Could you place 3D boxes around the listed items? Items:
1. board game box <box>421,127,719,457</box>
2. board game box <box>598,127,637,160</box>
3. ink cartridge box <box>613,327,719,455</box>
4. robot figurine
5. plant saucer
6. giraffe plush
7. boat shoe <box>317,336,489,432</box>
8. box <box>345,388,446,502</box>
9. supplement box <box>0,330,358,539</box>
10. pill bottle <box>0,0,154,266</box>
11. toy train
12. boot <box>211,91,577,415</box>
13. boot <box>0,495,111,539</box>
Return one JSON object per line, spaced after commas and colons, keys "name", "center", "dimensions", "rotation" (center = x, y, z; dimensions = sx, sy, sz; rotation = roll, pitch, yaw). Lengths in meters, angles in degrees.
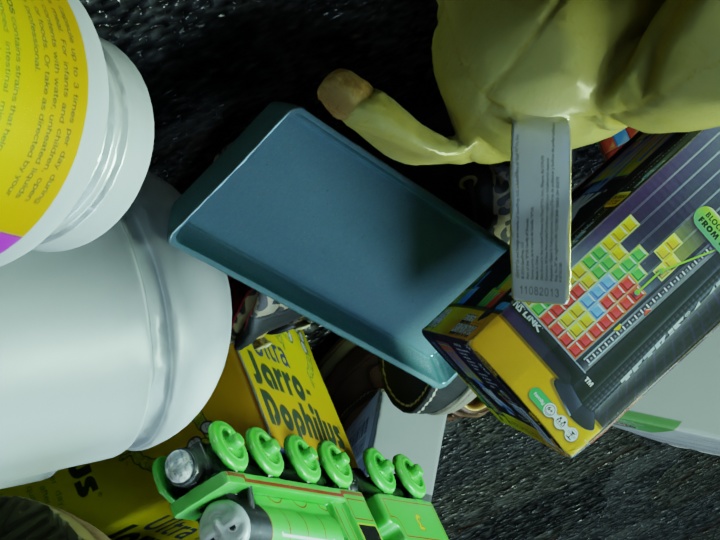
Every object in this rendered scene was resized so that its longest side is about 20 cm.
{"name": "board game box", "center": [0.105, -0.012, 0.888], "dimensions": [0.165, 0.057, 0.200], "rotation": [-44, -178, -3]}
{"name": "board game box", "center": [0.219, -0.070, 1.137], "dimensions": [0.165, 0.057, 0.200], "rotation": [-29, 161, 20]}
{"name": "ink cartridge box", "center": [0.209, 0.061, 1.370], "dimensions": [0.146, 0.085, 0.200], "rotation": [11, 176, 24]}
{"name": "robot figurine", "center": [-0.132, 0.021, 0.909], "dimensions": [0.199, 0.113, 0.170], "rotation": [-12, 141, -30]}
{"name": "plant saucer", "center": [0.002, -0.009, 0.948], "dimensions": [0.070, 0.019, 0.200], "rotation": [-46, 145, 10]}
{"name": "giraffe plush", "center": [0.089, -0.104, 0.782], "dimensions": [0.162, 0.172, 0.201], "rotation": [-41, 149, -67]}
{"name": "boat shoe", "center": [0.040, 0.047, 1.254], "dimensions": [0.072, 0.068, 0.200], "rotation": [-6, 156, -41]}
{"name": "box", "center": [-0.009, 0.179, 1.246], "dimensions": [0.041, 0.201, 0.156], "rotation": [16, 156, -8]}
{"name": "supplement box", "center": [-0.121, 0.081, 1.094], "dimensions": [0.200, 0.110, 0.109], "rotation": [-28, 161, 13]}
{"name": "pill bottle", "center": [-0.142, -0.054, 0.704], "dimensions": [0.104, 0.105, 0.200], "rotation": [-30, 160, 21]}
{"name": "toy train", "center": [-0.020, 0.101, 1.010], "dimensions": [0.042, 0.057, 0.200], "rotation": [-33, 159, 19]}
{"name": "boot", "center": [0.000, 0.000, 1.030], "dimensions": [0.150, 0.073, 0.200], "rotation": [-14, 146, -29]}
{"name": "boot", "center": [-0.075, 0.134, 0.972], "dimensions": [0.200, 0.066, 0.175], "rotation": [16, 175, -37]}
